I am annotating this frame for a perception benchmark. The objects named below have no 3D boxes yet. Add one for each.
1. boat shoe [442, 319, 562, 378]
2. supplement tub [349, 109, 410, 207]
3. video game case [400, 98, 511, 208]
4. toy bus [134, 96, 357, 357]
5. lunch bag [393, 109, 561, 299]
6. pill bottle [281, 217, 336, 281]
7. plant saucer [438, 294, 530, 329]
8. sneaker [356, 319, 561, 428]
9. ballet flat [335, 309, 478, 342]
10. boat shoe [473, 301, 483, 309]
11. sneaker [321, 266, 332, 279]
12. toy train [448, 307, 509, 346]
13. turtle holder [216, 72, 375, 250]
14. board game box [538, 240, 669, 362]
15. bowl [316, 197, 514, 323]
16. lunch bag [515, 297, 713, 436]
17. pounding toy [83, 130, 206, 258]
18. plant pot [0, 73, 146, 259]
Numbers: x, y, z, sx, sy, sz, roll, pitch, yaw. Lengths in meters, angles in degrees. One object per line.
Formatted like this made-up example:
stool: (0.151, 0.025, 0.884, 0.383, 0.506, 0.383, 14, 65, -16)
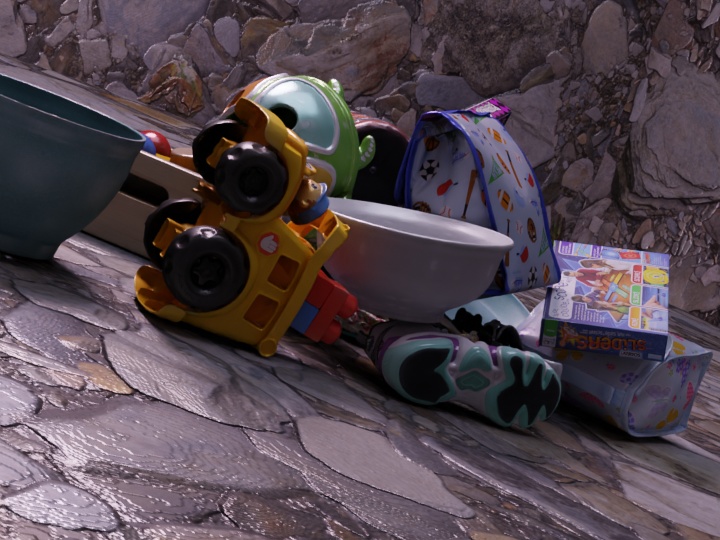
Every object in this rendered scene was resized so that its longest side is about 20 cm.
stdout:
boat shoe: (0.149, 0.090, 1.756, 0.072, 0.069, 0.200, 18, 8, -27)
supplement tub: (-0.014, -0.125, 1.822, 0.106, 0.107, 0.200, 19, 4, -21)
video game case: (0.086, -0.097, 1.905, 0.036, 0.201, 0.181, 36, 30, 15)
toy bus: (-0.078, -0.025, 1.444, 0.191, 0.201, 0.136, 27, 6, -21)
lunch bag: (0.118, -0.069, 1.723, 0.123, 0.201, 0.170, -11, 0, 25)
pill bottle: (0.000, 0.000, 1.809, 0.199, 0.112, 0.112, 23, 7, 8)
plant saucer: (0.134, 0.052, 1.934, 0.199, 0.036, 0.200, 32, 24, -16)
sneaker: (0.089, 0.085, 1.571, 0.199, 0.078, 0.140, 18, 8, -31)
ballet flat: (0.037, 0.055, 1.697, 0.199, 0.064, 0.076, 23, 8, 14)
boat shoe: (0.065, 0.024, 2.042, 0.200, 0.072, 0.068, 39, 46, 19)
sneaker: (-0.086, 0.003, 1.602, 0.139, 0.078, 0.200, 26, 8, 28)
toy train: (0.140, 0.099, 1.676, 0.034, 0.046, 0.200, 23, 14, -31)
turtle holder: (-0.077, -0.110, 1.669, 0.140, 0.187, 0.131, -6, -2, 38)
board game box: (0.270, 0.030, 1.793, 0.135, 0.035, 0.200, 8, 27, 8)
bowl: (0.042, -0.005, 1.558, 0.200, 0.091, 0.201, 11, 9, -2)
lunch bag: (0.277, 0.105, 1.829, 0.169, 0.128, 0.200, 25, 13, 33)
pounding toy: (-0.195, -0.090, 1.761, 0.199, 0.143, 0.184, 22, 7, 3)
plant pot: (-0.307, -0.091, 1.450, 0.199, 0.135, 0.200, 21, 7, -3)
